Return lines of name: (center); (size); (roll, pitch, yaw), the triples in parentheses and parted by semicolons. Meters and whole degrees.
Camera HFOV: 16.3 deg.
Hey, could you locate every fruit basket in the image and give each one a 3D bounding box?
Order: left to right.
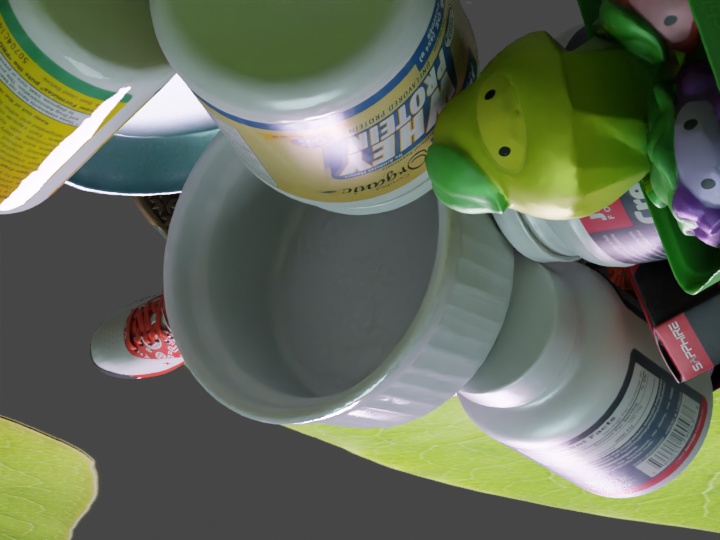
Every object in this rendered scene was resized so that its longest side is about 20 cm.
fruit basket: (0.133, -0.089, 1.235); (0.215, 0.216, 0.156); (6, 164, -9)

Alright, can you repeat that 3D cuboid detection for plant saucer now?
plant saucer: (-0.094, -0.100, 1.492); (0.199, 0.036, 0.200); (-12, 162, -4)

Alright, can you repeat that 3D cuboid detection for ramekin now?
ramekin: (-0.008, -0.003, 1.453); (0.200, 0.201, 0.098); (-8, 163, 33)

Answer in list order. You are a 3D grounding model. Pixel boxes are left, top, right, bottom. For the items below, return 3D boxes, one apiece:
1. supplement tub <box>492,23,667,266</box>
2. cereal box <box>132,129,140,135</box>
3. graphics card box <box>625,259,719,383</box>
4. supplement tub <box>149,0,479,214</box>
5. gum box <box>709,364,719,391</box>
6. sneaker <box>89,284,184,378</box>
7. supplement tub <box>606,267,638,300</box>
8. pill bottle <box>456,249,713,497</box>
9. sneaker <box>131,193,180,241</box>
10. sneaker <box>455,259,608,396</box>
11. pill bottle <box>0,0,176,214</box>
supplement tub: (0.179, -0.078, 1.401); (0.200, 0.141, 0.140); (-9, 160, 35)
cereal box: (-0.240, -0.119, 1.509); (0.143, 0.040, 0.200); (-7, 160, 24)
graphics card box: (0.250, -0.029, 1.454); (0.200, 0.126, 0.051); (-27, 121, 9)
supplement tub: (-0.017, -0.117, 1.293); (0.144, 0.145, 0.200); (-1, 164, 12)
gum box: (0.244, 0.039, 1.748); (0.200, 0.066, 0.113); (-28, 180, -28)
sneaker: (-0.145, 0.033, 1.971); (0.201, 0.067, 0.108); (-8, 160, 24)
supplement tub: (0.264, -0.021, 1.612); (0.199, 0.123, 0.123); (4, 164, -5)
pill bottle: (0.124, 0.059, 1.535); (0.119, 0.120, 0.200); (-7, 158, 30)
sneaker: (-0.076, -0.014, 1.703); (0.200, 0.067, 0.090); (34, 169, -6)
sneaker: (0.101, 0.041, 1.678); (0.199, 0.081, 0.084); (-16, 121, -5)
pill bottle: (-0.186, -0.100, 1.356); (0.113, 0.113, 0.200); (14, 144, -34)
